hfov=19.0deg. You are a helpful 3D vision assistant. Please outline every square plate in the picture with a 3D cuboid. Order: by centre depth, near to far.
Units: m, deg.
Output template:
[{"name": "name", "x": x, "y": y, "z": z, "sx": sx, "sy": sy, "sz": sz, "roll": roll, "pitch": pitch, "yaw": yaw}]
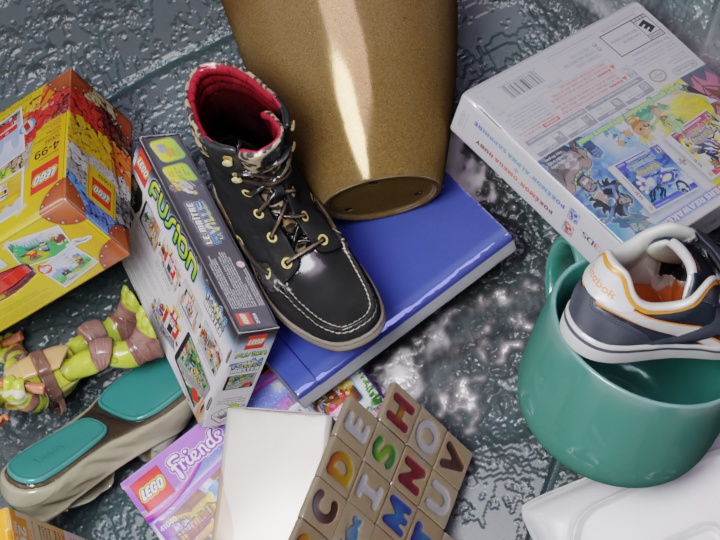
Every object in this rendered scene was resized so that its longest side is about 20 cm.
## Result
[{"name": "square plate", "x": 0.243, "y": 0.218, "z": 1.554, "sx": 0.198, "sy": 0.028, "sz": 0.200, "roll": -25, "pitch": 72, "yaw": 2}]

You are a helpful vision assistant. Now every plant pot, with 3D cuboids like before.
[{"name": "plant pot", "x": -0.002, "y": -0.146, "z": 1.620, "sx": 0.186, "sy": 0.186, "sz": 0.200, "roll": -13, "pitch": 74, "yaw": 6}]

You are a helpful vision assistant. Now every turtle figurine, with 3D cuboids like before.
[{"name": "turtle figurine", "x": -0.230, "y": 0.077, "z": 1.617, "sx": 0.161, "sy": 0.200, "sz": 0.064, "roll": -25, "pitch": 103, "yaw": -9}]

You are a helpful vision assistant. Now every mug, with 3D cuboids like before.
[{"name": "mug", "x": 0.192, "y": 0.071, "z": 1.553, "sx": 0.152, "sy": 0.115, "sz": 0.185, "roll": 19, "pitch": 40, "yaw": -1}]

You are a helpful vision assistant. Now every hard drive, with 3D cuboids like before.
[{"name": "hard drive", "x": 0.000, "y": 0.000, "z": 1.629, "sx": 0.200, "sy": 0.025, "sz": 0.132, "roll": -37, "pitch": 53, "yaw": -9}]

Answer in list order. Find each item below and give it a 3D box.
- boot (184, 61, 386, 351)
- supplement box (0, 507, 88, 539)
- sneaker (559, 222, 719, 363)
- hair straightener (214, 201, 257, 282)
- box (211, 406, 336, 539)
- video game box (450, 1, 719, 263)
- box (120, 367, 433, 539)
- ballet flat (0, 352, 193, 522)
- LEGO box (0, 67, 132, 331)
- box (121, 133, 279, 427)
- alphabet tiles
[{"name": "boot", "x": -0.057, "y": -0.047, "z": 1.531, "sx": 0.073, "sy": 0.151, "sz": 0.200, "roll": -28, "pitch": 56, "yaw": -9}, {"name": "supplement box", "x": -0.237, "y": 0.249, "z": 1.534, "sx": 0.073, "sy": 0.200, "sz": 0.126, "roll": -15, "pitch": 73, "yaw": 9}, {"name": "sneaker", "x": 0.237, "y": 0.014, "z": 1.486, "sx": 0.200, "sy": 0.079, "sz": 0.078, "roll": -7, "pitch": 46, "yaw": -30}, {"name": "hair straightener", "x": -0.080, "y": -0.041, "z": 1.648, "sx": 0.077, "sy": 0.041, "sz": 0.200, "roll": -27, "pitch": 57, "yaw": -7}, {"name": "box", "x": -0.061, "y": 0.204, "z": 1.534, "sx": 0.078, "sy": 0.095, "sz": 0.200, "roll": 4, "pitch": 75, "yaw": 10}, {"name": "video game box", "x": 0.198, "y": -0.097, "z": 1.593, "sx": 0.200, "sy": 0.047, "sz": 0.182, "roll": -30, "pitch": 63, "yaw": -34}, {"name": "box", "x": -0.061, "y": 0.155, "z": 1.617, "sx": 0.200, "sy": 0.039, "sz": 0.137, "roll": -37, "pitch": 72, "yaw": -3}, {"name": "ballet flat", "x": -0.186, "y": 0.128, "z": 1.627, "sx": 0.200, "sy": 0.070, "sz": 0.069, "roll": -32, "pitch": 69, "yaw": -28}, {"name": "LEGO box", "x": -0.271, "y": -0.037, "z": 1.626, "sx": 0.200, "sy": 0.077, "sz": 0.149, "roll": -29, "pitch": 40, "yaw": 22}, {"name": "box", "x": -0.128, "y": 0.006, "z": 1.613, "sx": 0.035, "sy": 0.110, "sz": 0.200, "roll": -7, "pitch": 52, "yaw": -30}, {"name": "alphabet tiles", "x": 0.019, "y": 0.190, "z": 1.535, "sx": 0.008, "sy": 0.167, "sz": 0.200, "roll": -7, "pitch": 50, "yaw": 44}]
